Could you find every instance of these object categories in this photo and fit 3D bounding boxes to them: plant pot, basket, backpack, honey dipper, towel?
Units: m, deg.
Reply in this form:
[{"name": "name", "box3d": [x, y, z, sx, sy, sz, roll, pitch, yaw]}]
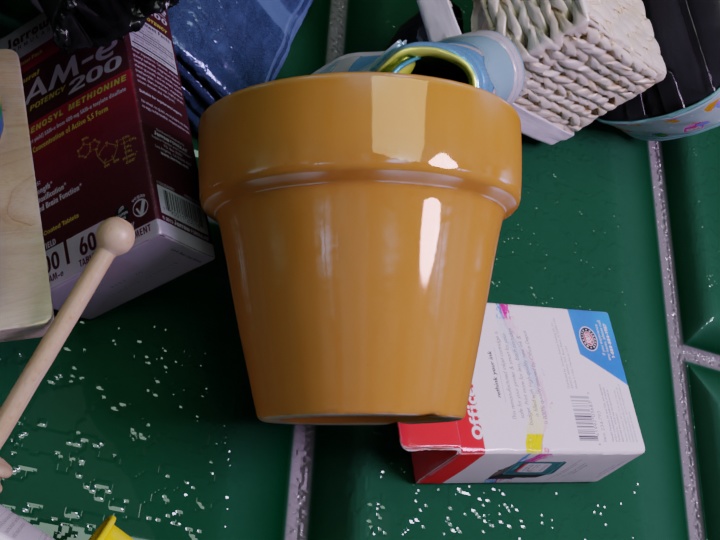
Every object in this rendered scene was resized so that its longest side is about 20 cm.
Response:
[{"name": "plant pot", "box3d": [0.000, 0.000, 0.697, 0.200, 0.200, 0.183, 5, 78, -26]}, {"name": "basket", "box3d": [0.148, -0.199, 0.922, 0.200, 0.123, 0.136, 9, 62, -56]}, {"name": "backpack", "box3d": [0.278, -0.217, 1.036, 0.153, 0.176, 0.200, 23, 60, -53]}, {"name": "honey dipper", "box3d": [-0.187, 0.056, 0.651, 0.038, 0.038, 0.200, 29, 82, -11]}, {"name": "towel", "box3d": [-0.095, -0.202, 0.879, 0.112, 0.049, 0.200, 48, 46, -32]}]

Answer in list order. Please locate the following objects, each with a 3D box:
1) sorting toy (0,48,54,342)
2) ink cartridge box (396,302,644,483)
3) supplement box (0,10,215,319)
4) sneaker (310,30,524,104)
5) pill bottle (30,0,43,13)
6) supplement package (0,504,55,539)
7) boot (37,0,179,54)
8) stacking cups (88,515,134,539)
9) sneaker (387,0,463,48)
[{"name": "sorting toy", "box3d": [-0.293, -0.052, 0.664, 0.200, 0.070, 0.199, -8, 66, -16]}, {"name": "ink cartridge box", "box3d": [0.095, 0.089, 0.824, 0.200, 0.067, 0.116, 5, 59, -26]}, {"name": "supplement box", "box3d": [-0.170, -0.082, 0.747, 0.061, 0.109, 0.200, 28, 42, -57]}, {"name": "sneaker", "box3d": [0.006, -0.119, 0.805, 0.131, 0.200, 0.080, -34, 106, -65]}, {"name": "pill bottle", "box3d": [-0.182, -0.275, 0.858, 0.111, 0.111, 0.200, 22, 54, -16]}, {"name": "supplement package", "box3d": [-0.254, 0.139, 0.551, 0.200, 0.120, 0.121, 35, 77, -6]}, {"name": "boot", "box3d": [-0.204, -0.190, 0.716, 0.198, 0.073, 0.162, -38, 57, -5]}, {"name": "stacking cups", "box3d": [-0.084, 0.226, 0.658, 0.200, 0.061, 0.061, 40, 51, -7]}, {"name": "sneaker", "box3d": [0.073, -0.133, 0.950, 0.086, 0.080, 0.200, 25, 54, -37]}]
